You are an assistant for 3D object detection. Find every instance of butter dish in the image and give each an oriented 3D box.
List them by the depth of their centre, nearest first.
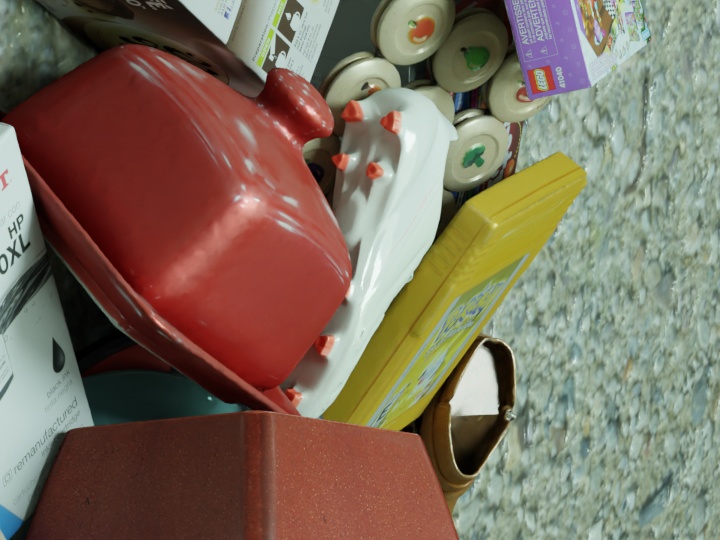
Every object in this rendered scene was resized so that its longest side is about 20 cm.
[{"bbox_3d":[-0.076,-0.041,1.488,0.148,0.199,0.200,-45,148,3],"label":"butter dish"}]

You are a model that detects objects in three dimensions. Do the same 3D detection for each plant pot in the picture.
[{"bbox_3d":[-0.059,0.166,1.458,0.199,0.199,0.177,13,74,-50],"label":"plant pot"}]

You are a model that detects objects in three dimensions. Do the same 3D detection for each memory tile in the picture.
[{"bbox_3d":[0.016,-0.062,1.626,0.153,0.017,0.200,25,107,-47],"label":"memory tile"}]

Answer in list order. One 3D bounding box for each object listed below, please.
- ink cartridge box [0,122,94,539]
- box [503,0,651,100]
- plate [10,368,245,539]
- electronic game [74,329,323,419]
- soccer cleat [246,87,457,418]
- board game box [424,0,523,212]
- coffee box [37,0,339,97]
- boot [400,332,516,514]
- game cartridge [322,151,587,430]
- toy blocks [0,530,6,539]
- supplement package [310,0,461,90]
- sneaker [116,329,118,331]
[{"bbox_3d":[-0.216,0.041,1.414,0.145,0.084,0.201,-50,141,-41],"label":"ink cartridge box"},{"bbox_3d":[0.113,-0.177,1.626,0.200,0.039,0.137,-37,114,-72],"label":"box"},{"bbox_3d":[-0.127,0.151,1.565,0.199,0.026,0.201,-8,111,-22],"label":"plate"},{"bbox_3d":[-0.108,0.122,1.602,0.199,0.042,0.201,-10,113,-24],"label":"electronic game"},{"bbox_3d":[0.000,0.000,1.578,0.077,0.069,0.201,20,93,-52],"label":"soccer cleat"},{"bbox_3d":[0.064,-0.078,1.709,0.103,0.019,0.201,-41,148,-44],"label":"board game box"},{"bbox_3d":[-0.107,-0.163,1.500,0.200,0.113,0.080,41,65,-59],"label":"coffee box"},{"bbox_3d":[0.045,0.133,1.849,0.073,0.155,0.201,6,85,-19],"label":"boot"},{"bbox_3d":[0.048,0.025,1.696,0.200,0.032,0.176,-53,170,24],"label":"game cartridge"},{"bbox_3d":[-0.239,0.128,1.322,0.137,0.199,0.100,67,31,-31],"label":"toy blocks"},{"bbox_3d":[0.012,-0.199,1.691,0.117,0.117,0.201,-24,122,-55],"label":"supplement package"},{"bbox_3d":[-0.112,0.078,1.650,0.080,0.074,0.201,-9,105,-43],"label":"sneaker"}]
